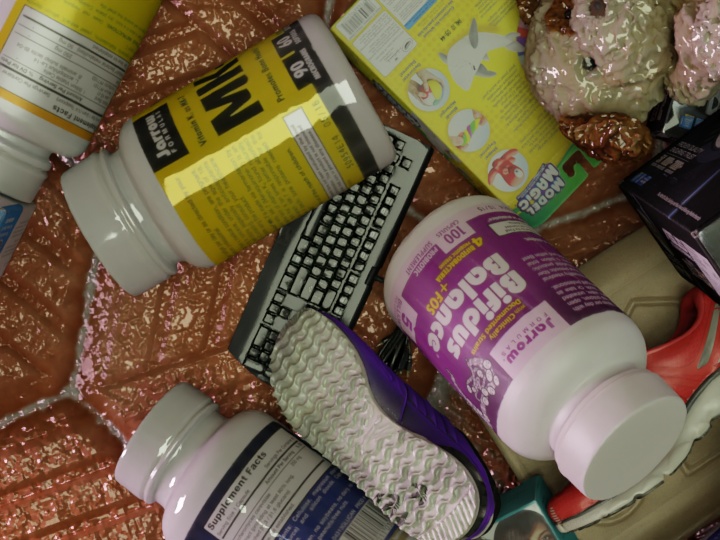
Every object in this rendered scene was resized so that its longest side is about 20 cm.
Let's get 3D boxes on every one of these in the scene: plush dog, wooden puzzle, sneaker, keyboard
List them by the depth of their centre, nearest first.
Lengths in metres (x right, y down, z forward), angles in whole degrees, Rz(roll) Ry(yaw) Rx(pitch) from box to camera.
[{"bbox_3d":[0.186,-0.160,0.885,0.171,0.160,0.201,-23,65,14],"label":"plush dog"},{"bbox_3d":[0.020,0.108,0.925,0.070,0.099,0.200,-49,61,13],"label":"sneaker"},{"bbox_3d":[0.187,0.092,0.926,0.085,0.077,0.200,44,77,3],"label":"sneaker"},{"bbox_3d":[0.000,0.000,0.966,0.127,0.021,0.201,24,92,-6],"label":"keyboard"},{"bbox_3d":[0.187,0.096,0.978,0.185,0.046,0.200,-32,91,-3],"label":"wooden puzzle"}]

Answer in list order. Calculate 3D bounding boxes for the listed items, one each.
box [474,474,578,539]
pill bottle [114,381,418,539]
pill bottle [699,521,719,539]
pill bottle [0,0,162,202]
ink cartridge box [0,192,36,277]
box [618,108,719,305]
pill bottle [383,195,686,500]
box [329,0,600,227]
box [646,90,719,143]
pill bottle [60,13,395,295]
[{"bbox_3d":[0.137,0.249,0.943,0.082,0.049,0.201,-30,96,15],"label":"box"},{"bbox_3d":[-0.061,0.164,0.915,0.200,0.111,0.111,34,90,10],"label":"pill bottle"},{"bbox_3d":[0.278,0.217,0.917,0.200,0.120,0.120,-28,97,-35],"label":"pill bottle"},{"bbox_3d":[-0.204,-0.150,0.894,0.109,0.109,0.201,28,91,-6],"label":"pill bottle"},{"bbox_3d":[-0.295,0.030,0.878,0.086,0.146,0.201,28,91,-7],"label":"ink cartridge box"},{"bbox_3d":[0.267,-0.055,0.847,0.164,0.200,0.086,-36,101,6],"label":"box"},{"bbox_3d":[0.111,0.049,0.878,0.112,0.112,0.200,-43,53,-1],"label":"pill bottle"},{"bbox_3d":[0.087,-0.135,0.952,0.117,0.048,0.200,-45,94,-2],"label":"box"},{"bbox_3d":[0.321,-0.142,0.969,0.199,0.050,0.158,18,93,-5],"label":"box"},{"bbox_3d":[-0.087,-0.073,0.903,0.199,0.114,0.115,-30,96,1],"label":"pill bottle"}]
